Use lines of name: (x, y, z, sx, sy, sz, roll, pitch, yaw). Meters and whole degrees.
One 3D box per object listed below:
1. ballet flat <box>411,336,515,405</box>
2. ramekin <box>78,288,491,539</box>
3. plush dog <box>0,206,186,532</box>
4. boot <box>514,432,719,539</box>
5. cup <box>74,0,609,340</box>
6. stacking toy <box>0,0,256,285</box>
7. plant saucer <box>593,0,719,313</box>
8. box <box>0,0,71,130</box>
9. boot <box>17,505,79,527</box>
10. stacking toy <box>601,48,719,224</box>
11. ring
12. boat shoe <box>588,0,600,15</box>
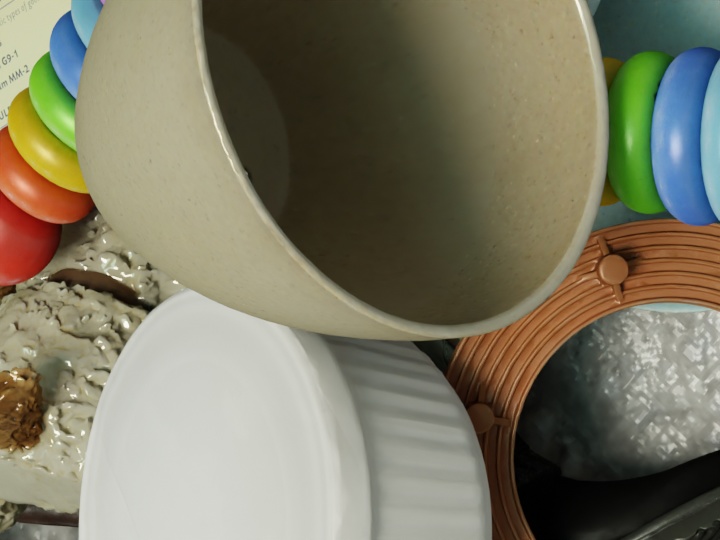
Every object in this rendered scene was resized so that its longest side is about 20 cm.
ballet flat: (0.000, 0.000, 0.980, 0.200, 0.067, 0.064, 52, 123, 34)
ramekin: (-0.030, 0.107, 0.901, 0.202, 0.094, 0.203, -10, 78, 54)
plush dog: (-0.127, 0.033, 1.040, 0.200, 0.172, 0.161, 6, 146, 16)
boot: (0.080, 0.090, 0.987, 0.211, 0.079, 0.158, -25, 60, 6)
cup: (-0.027, -0.062, 0.819, 0.143, 0.200, 0.200, -15, 92, 46)
stacking toy: (-0.121, -0.071, 0.959, 0.085, 0.085, 0.200, 50, 118, 12)
plant saucer: (0.136, -0.083, 0.944, 0.201, 0.039, 0.201, 6, 102, 29)
box: (-0.164, -0.141, 1.067, 0.176, 0.097, 0.200, -28, 86, 30)
boot: (-0.208, 0.050, 1.149, 0.200, 0.064, 0.187, -6, 101, 29)
stacking toy: (0.113, -0.053, 0.880, 0.200, 0.085, 0.085, 2, 100, 28)
ring: (0.128, 0.078, 0.901, 0.200, 0.019, 0.201, 0, 90, -1)
boat shoe: (0.064, -0.174, 0.891, 0.071, 0.091, 0.200, 19, 109, 25)
